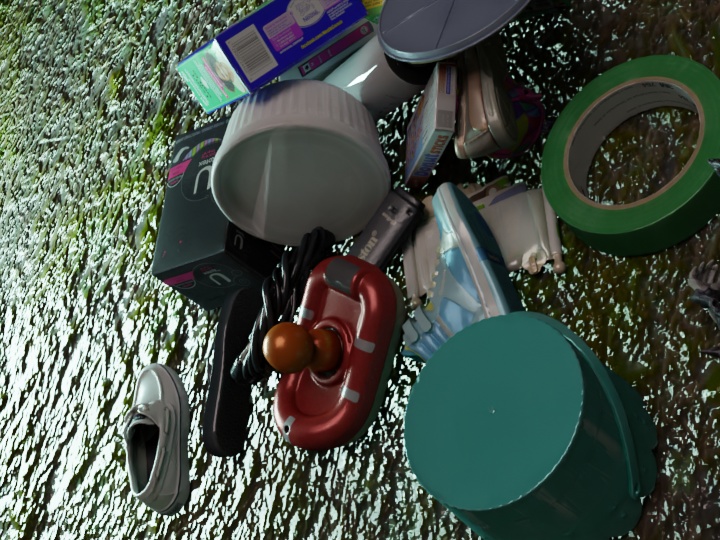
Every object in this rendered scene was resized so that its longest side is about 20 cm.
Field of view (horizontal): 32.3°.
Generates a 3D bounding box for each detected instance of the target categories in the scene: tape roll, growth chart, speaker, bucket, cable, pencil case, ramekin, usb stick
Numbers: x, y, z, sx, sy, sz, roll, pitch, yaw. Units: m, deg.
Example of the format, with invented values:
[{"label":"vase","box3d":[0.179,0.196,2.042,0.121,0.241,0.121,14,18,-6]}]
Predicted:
[{"label":"tape roll","box3d":[0.274,-0.113,1.214,0.199,0.048,0.203,-21,52,28]},{"label":"growth chart","box3d":[0.123,-0.036,1.310,0.198,0.018,0.146,-18,53,30]},{"label":"speaker","box3d":[0.021,-0.217,1.407,0.200,0.081,0.082,-24,43,65]},{"label":"bucket","box3d":[0.145,0.145,1.090,0.205,0.135,0.210,-19,53,27]},{"label":"cable","box3d":[-0.085,0.026,1.358,0.050,0.164,0.201,25,62,7]},{"label":"pencil case","box3d":[0.130,-0.203,1.367,0.088,0.088,0.200,-44,45,7]},{"label":"ramekin","box3d":[-0.066,-0.126,1.395,0.201,0.202,0.095,-24,46,26]},{"label":"usb stick","box3d":[0.000,0.000,1.366,0.201,0.032,0.055,-55,43,4]}]

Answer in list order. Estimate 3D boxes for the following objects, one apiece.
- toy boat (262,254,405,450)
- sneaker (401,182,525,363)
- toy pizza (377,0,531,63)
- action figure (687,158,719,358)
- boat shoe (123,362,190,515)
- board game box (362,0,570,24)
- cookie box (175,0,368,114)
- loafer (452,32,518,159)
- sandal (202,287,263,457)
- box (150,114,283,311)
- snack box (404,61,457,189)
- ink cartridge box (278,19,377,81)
[{"label":"toy boat","box3d":[-0.045,0.084,1.268,0.130,0.130,0.203,23,102,47]},{"label":"sneaker","box3d":[0.082,0.019,1.246,0.130,0.079,0.202,-31,60,21]},{"label":"toy pizza","box3d":[0.107,-0.278,1.262,0.198,0.032,0.202,-23,40,20]},{"label":"action figure","box3d":[0.340,0.006,1.045,0.117,0.102,0.203,-2,100,8]},{"label":"boat shoe","box3d":[-0.239,0.183,1.433,0.073,0.065,0.201,-34,46,17]},{"label":"board game box","box3d":[0.119,-0.302,1.392,0.198,0.134,0.030,-8,80,30]},{"label":"cookie box","box3d":[-0.106,-0.262,1.419,0.170,0.076,0.200,-37,12,-17]},{"label":"loafer","box3d":[0.115,-0.199,1.270,0.062,0.072,0.202,-22,49,22]},{"label":"sandal","box3d":[-0.151,0.109,1.400,0.042,0.076,0.203,-7,59,34]},{"label":"box","box3d":[-0.164,-0.072,1.507,0.121,0.106,0.202,-17,54,32]},{"label":"snack box","box3d":[0.072,-0.149,1.313,0.024,0.200,0.073,4,77,-6]},{"label":"ink cartridge box","box3d":[-0.031,-0.252,1.524,0.199,0.094,0.037,-32,81,21]}]
